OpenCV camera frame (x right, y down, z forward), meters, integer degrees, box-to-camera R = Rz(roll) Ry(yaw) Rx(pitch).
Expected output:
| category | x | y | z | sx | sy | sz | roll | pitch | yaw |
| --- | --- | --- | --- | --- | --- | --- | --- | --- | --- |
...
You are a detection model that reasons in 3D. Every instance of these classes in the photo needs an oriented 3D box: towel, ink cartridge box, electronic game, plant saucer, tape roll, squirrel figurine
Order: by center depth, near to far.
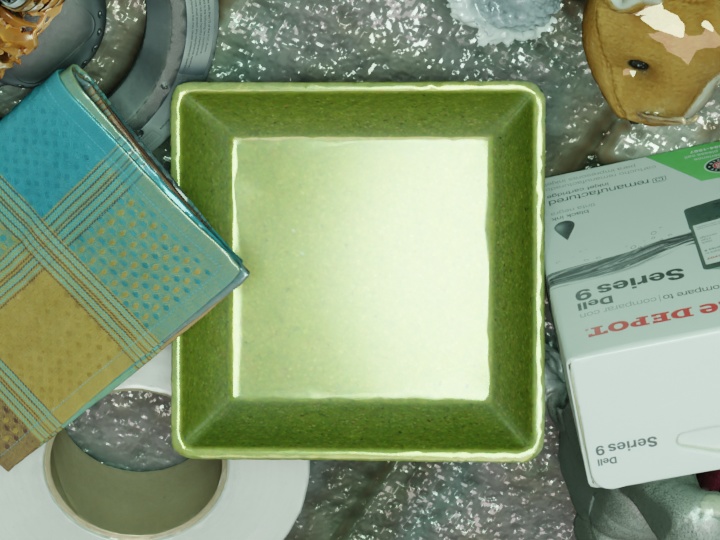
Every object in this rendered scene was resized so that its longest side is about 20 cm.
| category | x | y | z | sx | sy | sz | roll | pitch | yaw |
| --- | --- | --- | --- | --- | --- | --- | --- | --- | --- |
| squirrel figurine | 0.204 | -0.143 | 1.146 | 0.186 | 0.142 | 0.201 | 8 | 108 | 5 |
| electronic game | -0.174 | -0.136 | 1.256 | 0.199 | 0.042 | 0.201 | -2 | 113 | -6 |
| towel | -0.170 | 0.002 | 1.267 | 0.200 | 0.022 | 0.147 | -39 | 94 | 28 |
| ink cartridge box | 0.175 | 0.017 | 1.270 | 0.145 | 0.200 | 0.084 | -12 | 119 | 4 |
| plant saucer | 0.000 | 0.000 | 1.278 | 0.199 | 0.048 | 0.201 | 0 | 91 | 5 |
| tape roll | -0.127 | 0.094 | 1.374 | 0.201 | 0.071 | 0.203 | -1 | 119 | -2 |

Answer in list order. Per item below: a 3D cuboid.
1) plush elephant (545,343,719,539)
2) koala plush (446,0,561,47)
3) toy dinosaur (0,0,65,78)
| category | x | y | z | sx | sy | sz | roll | pitch | yaw |
| --- | --- | --- | --- | --- | --- | --- | --- | --- | --- |
| plush elephant | 0.197 | 0.106 | 1.356 | 0.154 | 0.200 | 0.165 | -11 | 139 | -19 |
| koala plush | 0.040 | -0.202 | 1.122 | 0.200 | 0.184 | 0.177 | 32 | 129 | -11 |
| toy dinosaur | -0.178 | -0.164 | 1.175 | 0.135 | 0.102 | 0.201 | 12 | 89 | -30 |
